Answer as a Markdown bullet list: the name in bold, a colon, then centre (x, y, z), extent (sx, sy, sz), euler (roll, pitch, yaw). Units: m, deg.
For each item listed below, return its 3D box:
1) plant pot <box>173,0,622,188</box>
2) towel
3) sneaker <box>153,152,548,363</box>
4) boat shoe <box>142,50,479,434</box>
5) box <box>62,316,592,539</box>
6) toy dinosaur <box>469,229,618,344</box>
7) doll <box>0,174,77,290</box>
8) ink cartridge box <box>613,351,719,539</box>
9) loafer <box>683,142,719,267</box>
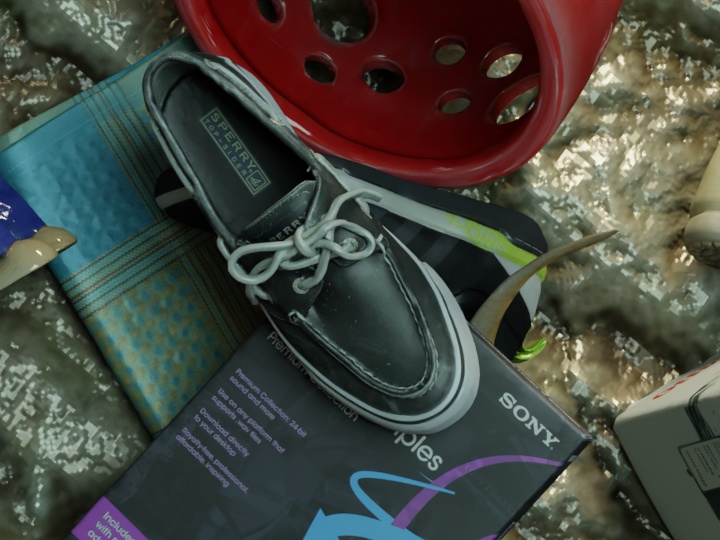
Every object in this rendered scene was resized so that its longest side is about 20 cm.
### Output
- **plant pot**: centre (0.034, -0.167, 1.371), extent (0.200, 0.200, 0.183), euler (38, 51, -10)
- **towel**: centre (-0.067, -0.005, 1.393), extent (0.147, 0.022, 0.200), euler (-31, 92, -25)
- **sneaker**: centre (0.000, 0.000, 1.370), extent (0.200, 0.072, 0.083), euler (13, 77, -19)
- **boat shoe**: centre (-0.024, -0.015, 1.278), extent (0.074, 0.068, 0.200), euler (-34, 78, 6)
- **box**: centre (-0.016, 0.098, 1.320), extent (0.143, 0.036, 0.200), euler (42, 92, 8)
- **toy dinosaur**: centre (0.042, 0.060, 1.370), extent (0.106, 0.060, 0.200), euler (-6, 122, -26)
- **doll**: centre (-0.195, -0.085, 1.303), extent (0.048, 0.136, 0.200), euler (-29, 94, 10)
- **ink cartridge box**: centre (0.232, 0.061, 1.401), extent (0.146, 0.200, 0.083), euler (-28, 93, -24)
- **loafer**: centre (0.259, -0.030, 1.498), extent (0.200, 0.076, 0.068), euler (6, 82, -20)
